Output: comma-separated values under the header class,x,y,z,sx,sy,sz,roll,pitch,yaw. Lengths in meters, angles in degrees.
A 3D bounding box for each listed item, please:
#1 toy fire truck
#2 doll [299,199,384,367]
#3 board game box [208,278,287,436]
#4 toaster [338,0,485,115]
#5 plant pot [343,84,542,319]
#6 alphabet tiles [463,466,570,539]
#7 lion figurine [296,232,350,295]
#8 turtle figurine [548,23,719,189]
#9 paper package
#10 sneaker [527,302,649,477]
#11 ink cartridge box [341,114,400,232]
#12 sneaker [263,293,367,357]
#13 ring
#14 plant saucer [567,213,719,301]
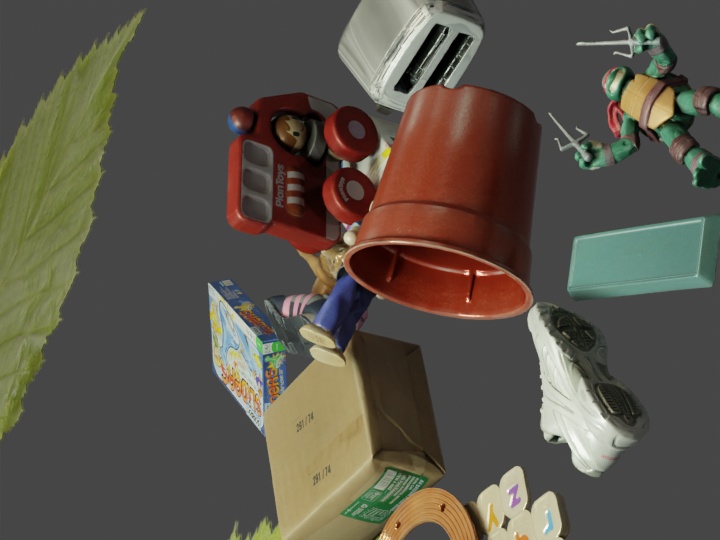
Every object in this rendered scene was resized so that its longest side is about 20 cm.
class,x,y,z,sx,sy,sz,roll,pitch,yaw
toy fire truck,-0.077,-0.121,1.922,0.112,0.168,0.200,-32,50,46
doll,0.000,0.000,1.809,0.048,0.137,0.200,14,61,25
board game box,-0.146,0.110,2.151,0.200,0.034,0.136,-139,43,-57
toaster,0.066,-0.279,1.954,0.200,0.113,0.129,-55,39,27
plant pot,0.101,-0.076,1.740,0.201,0.200,0.196,-17,54,56
alphabet tiles,0.145,0.304,1.650,0.200,0.015,0.196,-45,41,40
lion figurine,-0.044,0.035,2.049,0.122,0.072,0.200,45,130,48
turtle figurine,0.273,-0.158,1.565,0.200,0.101,0.150,33,121,43
paper package,-0.011,0.195,1.872,0.200,0.103,0.191,-47,41,38
sneaker,0.196,0.114,1.594,0.099,0.078,0.200,-59,32,30
ink cartridge box,0.036,-0.086,1.956,0.116,0.067,0.200,-62,33,21
sneaker,-0.053,0.058,1.972,0.200,0.082,0.070,19,132,67
ring,0.068,0.328,1.735,0.200,0.019,0.201,-33,49,48
plant saucer,0.266,-0.012,1.591,0.200,0.019,0.070,-8,70,57
